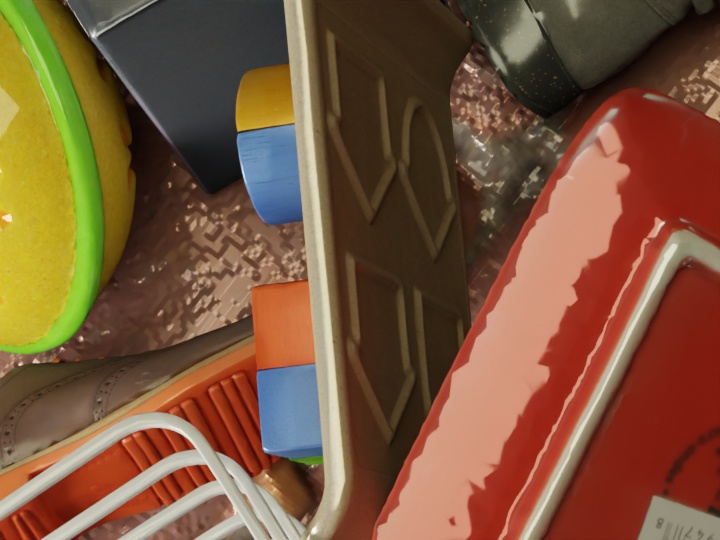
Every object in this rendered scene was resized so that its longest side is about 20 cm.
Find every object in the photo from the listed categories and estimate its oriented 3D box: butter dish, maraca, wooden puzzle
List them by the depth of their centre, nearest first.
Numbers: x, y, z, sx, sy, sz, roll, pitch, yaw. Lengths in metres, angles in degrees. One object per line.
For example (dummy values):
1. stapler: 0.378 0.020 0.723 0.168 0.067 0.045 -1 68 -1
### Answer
1. butter dish: 0.091 0.067 0.913 0.200 0.148 0.200 29 84 -21
2. wooden puzzle: 0.000 0.000 0.968 0.046 0.185 0.201 -3 81 16
3. maraca: -0.147 -0.065 1.047 0.137 0.107 0.201 -15 94 49

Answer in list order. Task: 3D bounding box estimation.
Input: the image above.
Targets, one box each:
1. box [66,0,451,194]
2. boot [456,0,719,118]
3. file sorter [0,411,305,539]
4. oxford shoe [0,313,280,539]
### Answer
1. box: -0.069 -0.158 1.023 0.123 0.200 0.199 -30 74 0
2. boot: 0.075 -0.169 1.063 0.131 0.070 0.200 -31 85 13
3. file sorter: -0.060 0.147 0.951 0.139 0.200 0.125 -34 70 0
4. oxford shoe: -0.090 0.050 1.046 0.200 0.071 0.073 -26 52 -9
